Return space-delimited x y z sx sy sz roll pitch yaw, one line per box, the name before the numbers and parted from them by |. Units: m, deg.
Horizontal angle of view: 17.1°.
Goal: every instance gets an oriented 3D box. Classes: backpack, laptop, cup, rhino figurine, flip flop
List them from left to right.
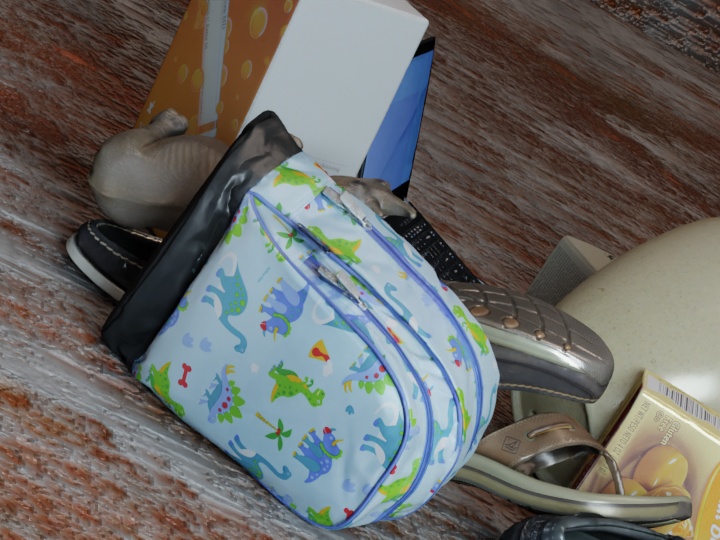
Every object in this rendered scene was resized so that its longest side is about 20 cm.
rhino figurine | -0.064 -0.045 1.369 0.198 0.060 0.087 11 21 14
backpack | -0.024 0.043 1.267 0.199 0.163 0.154 37 24 -6
laptop | 0.062 -0.042 1.607 0.200 0.103 0.177 49 17 2
flip flop | 0.092 0.104 1.353 0.199 0.058 0.081 16 -6 15
cup | 0.179 0.077 1.499 0.142 0.202 0.200 -11 36 -25

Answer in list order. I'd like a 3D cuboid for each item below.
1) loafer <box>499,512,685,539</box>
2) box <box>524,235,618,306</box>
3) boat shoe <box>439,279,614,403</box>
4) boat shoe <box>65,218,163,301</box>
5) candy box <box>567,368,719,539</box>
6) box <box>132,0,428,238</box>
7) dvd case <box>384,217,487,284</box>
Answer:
loafer | 0.167 0.179 1.307 0.199 0.070 0.069 21 60 -26
box | 0.191 0.062 1.716 0.068 0.082 0.200 22 20 -34
boat shoe | 0.047 0.046 1.341 0.199 0.074 0.074 16 18 24
boat shoe | -0.074 0.011 1.404 0.199 0.061 0.074 28 21 -11
candy box | 0.219 0.161 1.399 0.199 0.116 0.055 32 16 2
box | -0.060 -0.107 1.521 0.097 0.201 0.124 13 22 -34
dvd case | 0.031 0.007 1.695 0.142 0.018 0.200 35 16 13
